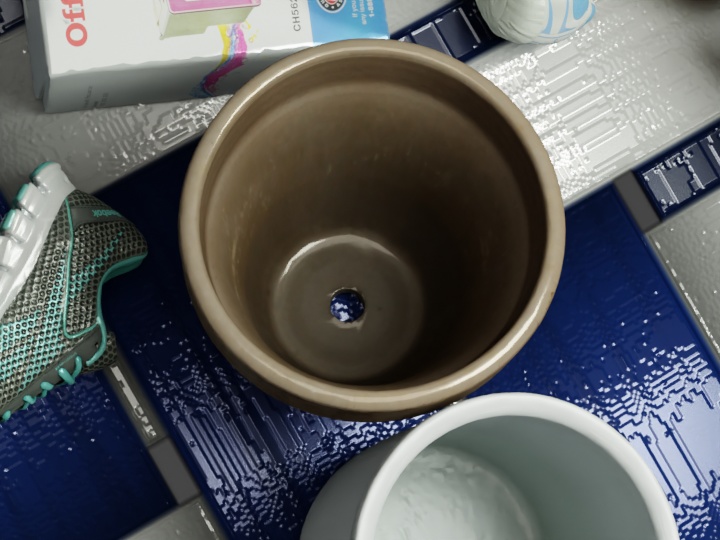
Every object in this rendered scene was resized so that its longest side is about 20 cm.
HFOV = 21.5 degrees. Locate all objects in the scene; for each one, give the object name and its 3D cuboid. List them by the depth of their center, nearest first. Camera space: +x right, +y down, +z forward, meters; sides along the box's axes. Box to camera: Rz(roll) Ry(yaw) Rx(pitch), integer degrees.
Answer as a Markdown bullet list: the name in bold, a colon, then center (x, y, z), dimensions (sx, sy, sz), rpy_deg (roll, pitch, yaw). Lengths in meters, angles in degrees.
- **utensil holder**: center (0.059, 0.158, 1.021), dimensions (0.169, 0.200, 0.170), rpy_deg (2, 81, -11)
- **plant pot**: center (0.000, 0.000, 1.038), dimensions (0.200, 0.175, 0.201), rpy_deg (2, 71, -5)
- **sneaker**: center (-0.182, 0.042, 1.056), dimensions (0.091, 0.078, 0.200), rpy_deg (26, 78, -11)
- **ink cartridge box**: center (-0.096, -0.179, 1.101), dimensions (0.199, 0.085, 0.145), rpy_deg (-8, 83, -12)
- **sneaker**: center (0.082, -0.228, 1.163), dimensions (0.072, 0.072, 0.200), rpy_deg (-10, 75, -48)
